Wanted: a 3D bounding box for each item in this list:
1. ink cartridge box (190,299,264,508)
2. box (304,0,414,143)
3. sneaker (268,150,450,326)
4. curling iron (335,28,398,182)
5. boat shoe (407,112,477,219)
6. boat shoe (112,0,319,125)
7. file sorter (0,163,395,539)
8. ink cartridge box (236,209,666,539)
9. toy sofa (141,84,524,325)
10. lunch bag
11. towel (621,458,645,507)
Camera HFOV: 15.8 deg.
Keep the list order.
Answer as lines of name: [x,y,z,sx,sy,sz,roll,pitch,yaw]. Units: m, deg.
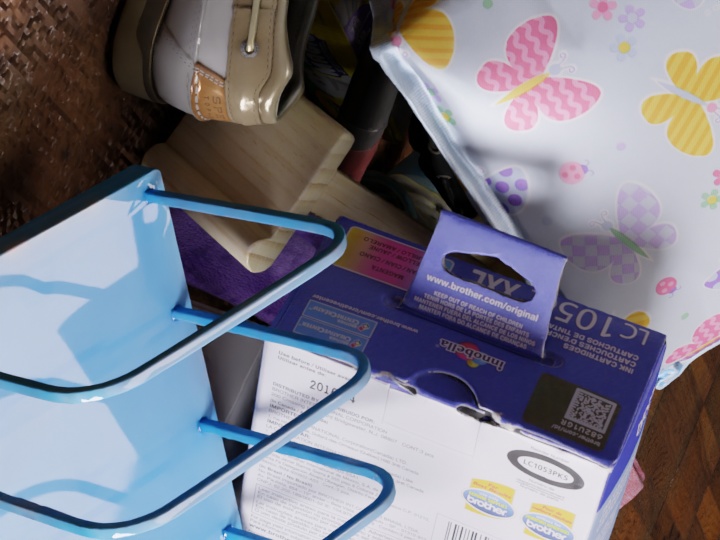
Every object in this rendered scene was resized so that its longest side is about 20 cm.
ink cartridge box: [-0.096,0.120,1.048,0.201,0.083,0.145,-65,163,-14]
box: [0.005,-0.144,1.120,0.200,0.048,0.118,64,50,-71]
sneaker: [0.019,-0.021,1.252,0.131,0.079,0.200,92,24,-51]
curling iron: [0.008,-0.056,1.115,0.026,0.049,0.201,-87,-173,-55]
boat shoe: [0.052,-0.064,1.173,0.075,0.066,0.199,-64,166,-12]
boat shoe: [-0.023,-0.149,0.984,0.201,0.068,0.075,-68,164,-3]
file sorter: [-0.065,0.090,0.885,0.138,0.122,0.201,-31,121,-38]
ink cartridge box: [0.031,0.070,0.973,0.201,0.136,0.077,100,14,-46]
toy sofa: [0.000,0.000,1.060,0.098,0.083,0.200,-54,138,5]
lunch bag: [0.116,-0.067,0.991,0.200,0.169,0.127,55,12,-22]
towel: [0.066,0.149,1.145,0.201,0.023,0.144,-62,157,-14]
